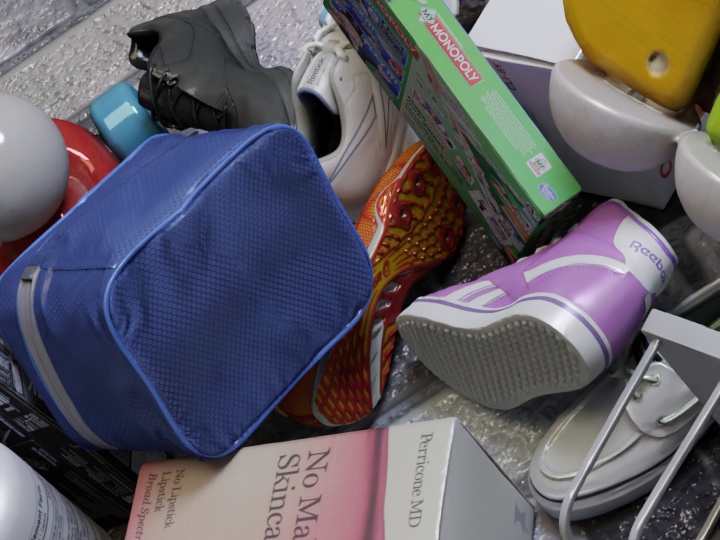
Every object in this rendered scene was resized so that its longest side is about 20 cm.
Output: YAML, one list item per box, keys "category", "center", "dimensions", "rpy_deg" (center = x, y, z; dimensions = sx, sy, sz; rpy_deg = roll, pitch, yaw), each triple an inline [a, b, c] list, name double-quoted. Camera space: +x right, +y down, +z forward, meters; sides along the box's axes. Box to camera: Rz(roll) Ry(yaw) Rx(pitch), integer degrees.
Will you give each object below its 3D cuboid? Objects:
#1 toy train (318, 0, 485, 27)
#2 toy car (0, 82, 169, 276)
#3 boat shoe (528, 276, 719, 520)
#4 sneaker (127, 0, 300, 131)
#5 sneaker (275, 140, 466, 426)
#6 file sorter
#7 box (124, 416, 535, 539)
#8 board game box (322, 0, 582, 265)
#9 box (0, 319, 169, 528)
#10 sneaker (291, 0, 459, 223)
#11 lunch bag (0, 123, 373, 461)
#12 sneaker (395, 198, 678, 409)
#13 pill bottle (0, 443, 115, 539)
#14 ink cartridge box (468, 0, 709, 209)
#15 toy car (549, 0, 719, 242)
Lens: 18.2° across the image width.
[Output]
- category: "toy train"
  center: [0.067, -0.142, 1.434]
  dimensions: [0.200, 0.056, 0.150]
  rpy_deg: [42, 110, 35]
- category: "toy car"
  center: [-0.227, -0.063, 1.454]
  dimensions: [0.184, 0.200, 0.177]
  rpy_deg: [-37, 45, 3]
- category: "boat shoe"
  center: [0.164, 0.052, 1.207]
  dimensions: [0.200, 0.067, 0.074]
  rpy_deg: [-39, 45, 1]
- category: "sneaker"
  center: [-0.095, -0.110, 1.475]
  dimensions: [0.091, 0.076, 0.200]
  rpy_deg: [-11, 33, -20]
- category: "sneaker"
  center: [0.000, 0.000, 1.352]
  dimensions: [0.077, 0.073, 0.200]
  rpy_deg: [6, 58, 46]
- category: "file sorter"
  center: [0.214, 0.128, 1.069]
  dimensions: [0.200, 0.139, 0.125]
  rpy_deg: [21, 73, 41]
- category: "box"
  center: [-0.020, 0.168, 1.207]
  dimensions: [0.200, 0.109, 0.128]
  rpy_deg: [-11, 51, 26]
- category: "board game box"
  center: [0.048, -0.102, 1.287]
  dimensions: [0.029, 0.135, 0.200]
  rpy_deg: [-34, 82, -10]
- category: "box"
  center: [-0.230, 0.101, 1.331]
  dimensions: [0.157, 0.200, 0.050]
  rpy_deg: [-17, 54, 23]
- category: "sneaker"
  center: [0.003, -0.131, 1.393]
  dimensions: [0.074, 0.087, 0.201]
  rpy_deg: [6, 86, 42]
- category: "lunch bag"
  center: [-0.100, 0.005, 1.270]
  dimensions: [0.132, 0.136, 0.200]
  rpy_deg: [0, 35, 46]
- category: "sneaker"
  center: [0.105, 0.015, 1.252]
  dimensions: [0.114, 0.073, 0.200]
  rpy_deg: [-48, 19, -22]
- category: "pill bottle"
  center: [-0.214, 0.163, 1.272]
  dimensions: [0.113, 0.200, 0.114]
  rpy_deg: [-18, 49, 21]
- category: "ink cartridge box"
  center: [0.164, -0.158, 1.314]
  dimensions: [0.083, 0.145, 0.200]
  rpy_deg: [17, 68, 39]
- category: "toy car"
  center: [0.208, -0.118, 1.167]
  dimensions: [0.200, 0.150, 0.175]
  rpy_deg: [35, 115, 27]
